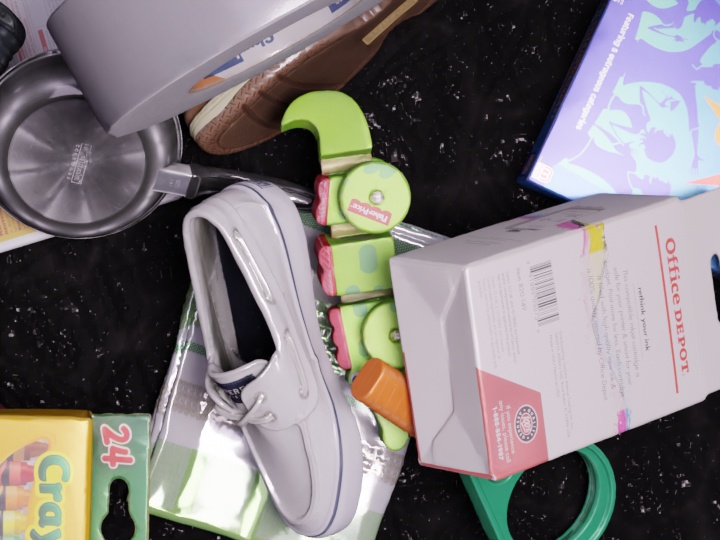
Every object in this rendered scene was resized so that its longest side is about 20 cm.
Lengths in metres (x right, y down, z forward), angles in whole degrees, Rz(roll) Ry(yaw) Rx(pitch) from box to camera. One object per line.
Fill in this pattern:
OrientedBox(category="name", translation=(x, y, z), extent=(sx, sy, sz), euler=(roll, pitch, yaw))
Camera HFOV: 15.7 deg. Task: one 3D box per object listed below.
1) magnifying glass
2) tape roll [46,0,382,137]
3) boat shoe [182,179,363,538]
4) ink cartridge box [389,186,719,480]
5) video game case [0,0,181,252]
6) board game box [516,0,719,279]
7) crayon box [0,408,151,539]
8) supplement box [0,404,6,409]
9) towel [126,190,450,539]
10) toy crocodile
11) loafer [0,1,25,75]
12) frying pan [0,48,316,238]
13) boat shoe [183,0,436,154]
OrientedBox(category="magnifying glass", translation=(0.068, 0.102, 1.441), extent=(0.200, 0.022, 0.080), euler=(35, 88, -38))
OrientedBox(category="tape roll", translation=(-0.056, -0.143, 1.322), extent=(0.199, 0.200, 0.066), euler=(-30, 90, -4))
OrientedBox(category="boat shoe", translation=(-0.056, 0.054, 1.418), extent=(0.065, 0.073, 0.201), euler=(-23, 98, -49))
OrientedBox(category="ink cartridge box", translation=(0.117, 0.027, 1.413), extent=(0.199, 0.067, 0.117), euler=(-16, 104, -36))
OrientedBox(category="video game case", translation=(-0.214, -0.081, 1.469), extent=(0.199, 0.017, 0.144), euler=(-17, 92, -5))
OrientedBox(category="board game box", translation=(0.211, -0.076, 1.490), extent=(0.199, 0.045, 0.153), euler=(25, 88, -5))
OrientedBox(category="crayon box", translation=(-0.207, 0.134, 1.352), extent=(0.198, 0.051, 0.128), euler=(0, 92, -7))
OrientedBox(category="supplement box", translation=(-0.272, 0.141, 1.422), extent=(0.131, 0.103, 0.200), euler=(44, 87, -4))
OrientedBox(category="towel", translation=(-0.035, 0.059, 1.478), extent=(0.148, 0.031, 0.201), euler=(17, 89, -4))
OrientedBox(category="toy crocodile", translation=(0.000, 0.000, 1.433), extent=(0.061, 0.068, 0.201), euler=(-9, 97, -4))
OrientedBox(category="loafer", translation=(-0.284, -0.146, 1.424), extent=(0.199, 0.073, 0.073), euler=(25, 78, 10))
OrientedBox(category="frying pan", translation=(-0.125, -0.045, 1.434), extent=(0.190, 0.031, 0.115), euler=(36, 110, -20))
OrientedBox(category="boat shoe", translation=(-0.025, -0.150, 1.467), extent=(0.202, 0.075, 0.075), euler=(-38, 68, -2))
